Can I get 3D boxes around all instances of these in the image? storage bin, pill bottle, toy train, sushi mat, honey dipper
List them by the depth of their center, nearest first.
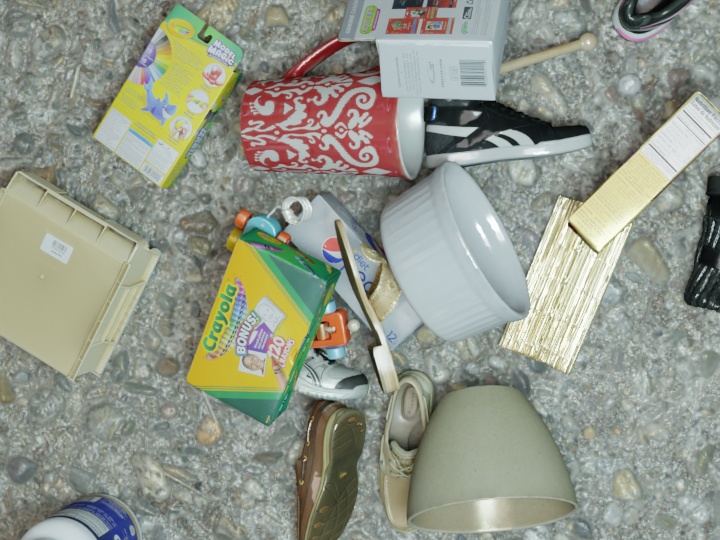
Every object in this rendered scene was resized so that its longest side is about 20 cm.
[{"bbox_3d":[0.187,-0.240,1.477,0.198,0.038,0.038,-17,91,-13],"label":"honey dipper"},{"bbox_3d":[0.246,0.017,1.526,0.095,0.012,0.202,23,98,11],"label":"sushi mat"},{"bbox_3d":[-0.080,0.010,1.529,0.149,0.056,0.202,-11,100,21],"label":"toy train"},{"bbox_3d":[-0.361,0.359,1.586,0.118,0.200,0.121,1,95,12],"label":"pill bottle"},{"bbox_3d":[-0.388,0.005,1.622,0.199,0.094,0.200,30,99,9],"label":"storage bin"}]

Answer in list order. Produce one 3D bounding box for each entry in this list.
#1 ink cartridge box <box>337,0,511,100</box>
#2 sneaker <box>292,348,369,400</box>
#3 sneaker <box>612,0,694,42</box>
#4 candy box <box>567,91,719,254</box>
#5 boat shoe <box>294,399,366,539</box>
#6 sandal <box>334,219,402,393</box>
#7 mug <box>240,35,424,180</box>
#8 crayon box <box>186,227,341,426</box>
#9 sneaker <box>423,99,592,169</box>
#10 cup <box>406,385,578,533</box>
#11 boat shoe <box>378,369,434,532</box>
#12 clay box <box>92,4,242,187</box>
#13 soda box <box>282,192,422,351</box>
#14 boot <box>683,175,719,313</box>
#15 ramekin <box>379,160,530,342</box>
[{"bbox_3d":[0.078,-0.292,1.447,0.174,0.201,0.084,4,139,12],"label":"ink cartridge box"},{"bbox_3d":[-0.080,0.102,1.572,0.198,0.076,0.089,15,90,6],"label":"sneaker"},{"bbox_3d":[0.373,-0.336,1.437,0.080,0.086,0.200,44,101,4],"label":"sneaker"},{"bbox_3d":[0.322,-0.107,1.441,0.200,0.117,0.057,-44,83,6],"label":"candy box"},{"bbox_3d":[-0.046,0.256,1.585,0.067,0.072,0.202,24,110,43],"label":"boat shoe"},{"bbox_3d":[0.030,0.033,1.489,0.069,0.078,0.214,-16,98,-6],"label":"sandal"},{"bbox_3d":[-0.029,-0.189,1.532,0.198,0.179,0.134,0,138,16],"label":"mug"},{"bbox_3d":[-0.115,0.066,1.494,0.118,0.058,0.201,26,111,10],"label":"crayon box"},{"bbox_3d":[0.169,-0.185,1.498,0.198,0.073,0.113,-6,92,12],"label":"sneaker"},{"bbox_3d":[0.148,0.218,1.489,0.198,0.200,0.145,-9,67,12],"label":"cup"},{"bbox_3d":[0.055,0.225,1.556,0.071,0.065,0.202,6,95,12],"label":"boat shoe"},{"bbox_3d":[-0.235,-0.218,1.595,0.115,0.048,0.201,36,99,8],"label":"clay box"},{"bbox_3d":[0.000,0.000,1.552,0.068,0.063,0.200,-44,84,13],"label":"soda box"},{"bbox_3d":[0.480,-0.018,1.438,0.209,0.079,0.160,7,89,22],"label":"boot"},{"bbox_3d":[0.106,-0.016,1.465,0.097,0.200,0.202,-28,88,20],"label":"ramekin"}]
